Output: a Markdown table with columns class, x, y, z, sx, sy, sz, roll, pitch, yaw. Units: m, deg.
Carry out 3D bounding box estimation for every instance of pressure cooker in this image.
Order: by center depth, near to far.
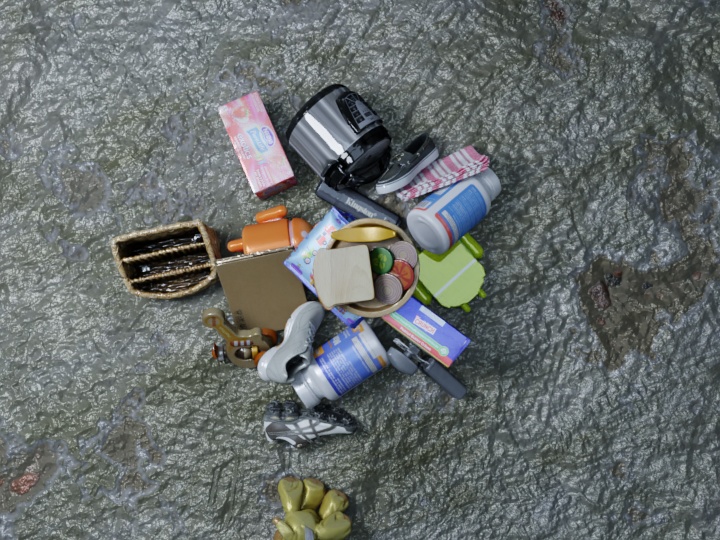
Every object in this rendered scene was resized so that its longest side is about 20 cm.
| class | x | y | z | sx | sy | sz | roll | pitch | yaw |
| --- | --- | --- | --- | --- | --- | --- | --- | --- | --- |
| pressure cooker | -0.032 | -0.264 | 1.588 | 0.176 | 0.179 | 0.200 | -41 | 83 | -2 |

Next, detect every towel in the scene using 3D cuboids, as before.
| class | x | y | z | sx | sy | sz | roll | pitch | yaw |
| --- | --- | --- | --- | --- | --- | --- | --- | --- | --- |
| towel | 0.161 | -0.208 | 1.600 | 0.200 | 0.146 | 0.030 | -21 | 111 | -1 |

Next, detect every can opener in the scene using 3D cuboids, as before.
| class | x | y | z | sx | sy | sz | roll | pitch | yaw |
| --- | --- | --- | --- | --- | --- | --- | --- | --- | --- |
| can opener | 0.133 | 0.213 | 1.583 | 0.200 | 0.053 | 0.067 | 42 | 79 | -20 |

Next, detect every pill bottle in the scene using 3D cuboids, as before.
| class | x | y | z | sx | sy | sz | roll | pitch | yaw |
| --- | --- | --- | --- | --- | --- | --- | --- | --- | --- |
| pill bottle | -0.045 | 0.199 | 1.590 | 0.200 | 0.112 | 0.112 | -33 | 87 | -2 |
| pill bottle | 0.201 | -0.133 | 1.591 | 0.200 | 0.112 | 0.112 | -40 | 87 | -23 |

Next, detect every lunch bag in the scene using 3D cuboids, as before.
| class | x | y | z | sx | sy | sz | roll | pitch | yaw |
| --- | --- | --- | --- | --- | --- | --- | --- | --- | --- |
| lunch bag | -0.023 | 0.002 | 1.474 | 0.151 | 0.094 | 0.200 | -47 | 71 | 12 |

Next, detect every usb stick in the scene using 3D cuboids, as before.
| class | x | y | z | sx | sy | sz | roll | pitch | yaw |
| --- | --- | --- | --- | --- | --- | --- | --- | --- | --- |
| usb stick | -0.005 | -0.140 | 1.651 | 0.200 | 0.033 | 0.056 | 30 | 86 | 2 |

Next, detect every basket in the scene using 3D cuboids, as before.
| class | x | y | z | sx | sy | sz | roll | pitch | yaw |
| --- | --- | --- | --- | --- | --- | --- | --- | --- | --- |
| basket | -0.397 | -0.014 | 1.589 | 0.200 | 0.149 | 0.143 | -11 | 86 | -1 |

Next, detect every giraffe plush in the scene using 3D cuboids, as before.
| class | x | y | z | sx | sy | sz | roll | pitch | yaw |
| --- | --- | --- | --- | --- | --- | --- | --- | --- | --- |
| giraffe plush | -0.123 | 0.547 | 1.560 | 0.172 | 0.200 | 0.162 | 24 | 116 | -1 |

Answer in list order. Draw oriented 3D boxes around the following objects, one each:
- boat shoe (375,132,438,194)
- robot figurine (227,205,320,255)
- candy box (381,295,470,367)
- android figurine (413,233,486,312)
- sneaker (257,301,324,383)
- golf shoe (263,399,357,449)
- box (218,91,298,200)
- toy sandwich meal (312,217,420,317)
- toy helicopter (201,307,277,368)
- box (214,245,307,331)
| class | x | y | z | sx | sy | sz | roll | pitch | yaw |
| --- | --- | --- | --- | --- | --- | --- | --- | --- | --- |
| boat shoe | 0.092 | -0.225 | 1.598 | 0.200 | 0.069 | 0.057 | -42 | 118 | -39 |
| robot figurine | -0.175 | -0.050 | 1.605 | 0.200 | 0.117 | 0.144 | -9 | 55 | 0 |
| candy box | 0.126 | 0.115 | 1.550 | 0.169 | 0.200 | 0.077 | 38 | 87 | 3 |
| android figurine | 0.184 | -0.002 | 1.636 | 0.182 | 0.041 | 0.200 | -43 | 85 | -3 |
| sneaker | -0.119 | 0.153 | 1.562 | 0.092 | 0.076 | 0.200 | 12 | 59 | 41 |
| golf shoe | -0.106 | 0.332 | 1.611 | 0.200 | 0.078 | 0.095 | 8 | 104 | 3 |
| box | -0.217 | -0.264 | 1.626 | 0.095 | 0.103 | 0.200 | -24 | 86 | -1 |
| toy sandwich meal | 0.008 | -0.003 | 1.399 | 0.205 | 0.070 | 0.206 | 1 | 94 | 11 |
| toy helicopter | -0.267 | 0.142 | 1.575 | 0.132 | 0.200 | 0.079 | -21 | 45 | 17 |
| box | -0.197 | 0.047 | 1.586 | 0.163 | 0.021 | 0.200 | -12 | 126 | 0 |
